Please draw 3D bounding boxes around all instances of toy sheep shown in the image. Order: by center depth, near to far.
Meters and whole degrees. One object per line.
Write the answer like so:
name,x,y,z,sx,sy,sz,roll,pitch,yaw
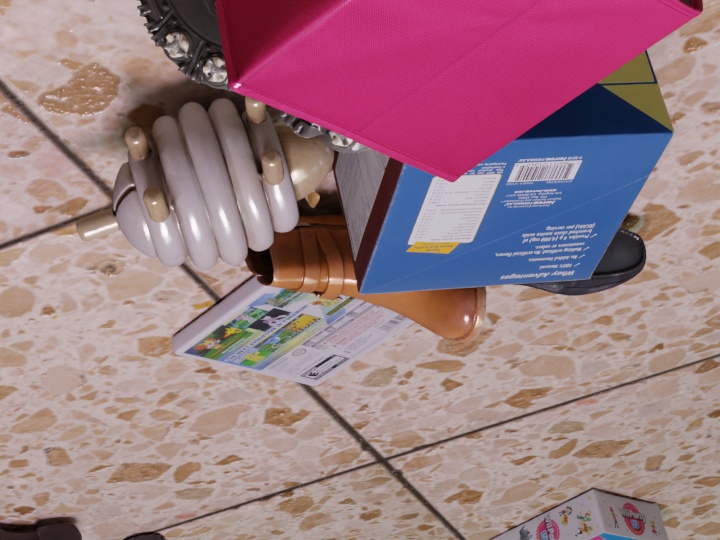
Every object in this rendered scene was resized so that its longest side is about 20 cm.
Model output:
toy sheep,-0.115,-0.064,1.214,0.199,0.139,0.138,-14,151,-4

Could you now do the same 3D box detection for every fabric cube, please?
fabric cube,0.046,-0.202,0.959,0.199,0.197,0.199,18,139,-42

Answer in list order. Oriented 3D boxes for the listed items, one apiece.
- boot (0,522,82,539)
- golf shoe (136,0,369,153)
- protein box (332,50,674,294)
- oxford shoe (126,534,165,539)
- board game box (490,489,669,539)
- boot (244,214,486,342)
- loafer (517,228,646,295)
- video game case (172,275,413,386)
boot,-0.425,0.354,1.916,0.185,0.065,0.200,2,153,-18
golf shoe,-0.062,-0.147,1.083,0.077,0.200,0.088,-55,176,17
protein box,0.097,-0.094,1.230,0.197,0.136,0.200,-4,150,-15
oxford shoe,-0.253,0.399,2.026,0.072,0.085,0.200,-15,153,2
board game box,0.287,0.367,2.190,0.147,0.065,0.200,17,139,-42
boot,0.000,0.000,1.331,0.154,0.200,0.077,4,114,-31
loafer,0.167,-0.018,1.457,0.199,0.069,0.070,2,158,-16
video game case,-0.047,0.044,1.540,0.182,0.022,0.200,16,141,-41
